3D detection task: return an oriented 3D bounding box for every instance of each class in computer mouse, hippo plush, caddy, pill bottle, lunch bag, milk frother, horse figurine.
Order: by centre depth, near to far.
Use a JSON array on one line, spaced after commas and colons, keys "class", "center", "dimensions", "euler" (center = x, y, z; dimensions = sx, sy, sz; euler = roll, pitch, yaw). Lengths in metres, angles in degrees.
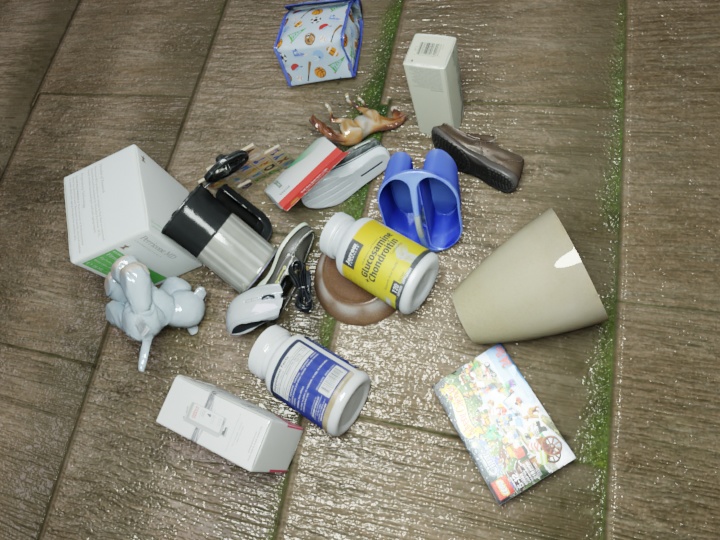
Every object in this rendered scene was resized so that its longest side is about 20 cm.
[{"class": "pill bottle", "center": [-0.090, 0.181, 0.883], "dimensions": [0.198, 0.116, 0.117], "euler": [27, 79, 23]}, {"class": "pill bottle", "center": [0.028, -0.020, 0.886], "dimensions": [0.198, 0.112, 0.113], "euler": [30, 80, 23]}, {"class": "caddy", "center": [0.107, -0.112, 0.897], "dimensions": [0.138, 0.202, 0.107], "euler": [0, 53, 18]}, {"class": "computer mouse", "center": [-0.172, 0.057, 0.915], "dimensions": [0.197, 0.044, 0.111], "euler": [-25, 54, 19]}, {"class": "milk frother", "center": [-0.229, -0.091, 0.950], "dimensions": [0.187, 0.199, 0.182], "euler": [39, 59, -16]}, {"class": "hippo plush", "center": [-0.372, 0.053, 0.973], "dimensions": [0.199, 0.159, 0.162], "euler": [33, 118, 37]}, {"class": "horse figurine", "center": [-0.013, -0.305, 1.053], "dimensions": [0.198, 0.050, 0.133], "euler": [-32, 67, -32]}, {"class": "lunch bag", "center": [-0.086, -0.528, 1.144], "dimensions": [0.166, 0.125, 0.203], "euler": [0, 57, 16]}]

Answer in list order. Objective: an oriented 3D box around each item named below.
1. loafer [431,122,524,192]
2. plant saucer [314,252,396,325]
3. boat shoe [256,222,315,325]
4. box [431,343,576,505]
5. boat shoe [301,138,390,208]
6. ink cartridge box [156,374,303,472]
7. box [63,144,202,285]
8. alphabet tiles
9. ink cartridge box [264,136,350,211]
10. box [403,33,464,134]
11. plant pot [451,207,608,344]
[{"class": "loafer", "center": [0.222, -0.221, 0.973], "dimensions": [0.199, 0.073, 0.071], "euler": [37, 74, 18]}, {"class": "plant saucer", "center": [0.000, 0.000, 0.968], "dimensions": [0.196, 0.037, 0.205], "euler": [-5, 68, 13]}, {"class": "boat shoe", "center": [-0.138, 0.007, 0.987], "dimensions": [0.060, 0.072, 0.204], "euler": [30, 88, 25]}, {"class": "box", "center": [0.220, 0.238, 0.815], "dimensions": [0.135, 0.038, 0.202], "euler": [-32, 65, 3]}, {"class": "boat shoe", "center": [-0.034, -0.195, 1.039], "dimensions": [0.197, 0.073, 0.072], "euler": [-28, 49, 0]}, {"class": "ink cartridge box", "center": [-0.216, 0.260, 0.872], "dimensions": [0.196, 0.147, 0.084], "euler": [17, 75, 22]}, {"class": "box", "center": [-0.453, -0.096, 1.043], "dimensions": [0.168, 0.199, 0.203], "euler": [-22, 67, 6]}, {"class": "alphabet tiles", "center": [-0.223, -0.200, 1.021], "dimensions": [0.165, 0.200, 0.008], "euler": [-27, 86, 5]}, {"class": "ink cartridge box", "center": [-0.110, -0.189, 0.994], "dimensions": [0.161, 0.200, 0.050], "euler": [-44, 106, -3]}, {"class": "box", "center": [0.141, -0.336, 0.960], "dimensions": [0.081, 0.200, 0.070], "euler": [16, 74, 20]}, {"class": "plant pot", "center": [0.253, 0.032, 0.820], "dimensions": [0.197, 0.187, 0.191], "euler": [-27, 64, 19]}]
